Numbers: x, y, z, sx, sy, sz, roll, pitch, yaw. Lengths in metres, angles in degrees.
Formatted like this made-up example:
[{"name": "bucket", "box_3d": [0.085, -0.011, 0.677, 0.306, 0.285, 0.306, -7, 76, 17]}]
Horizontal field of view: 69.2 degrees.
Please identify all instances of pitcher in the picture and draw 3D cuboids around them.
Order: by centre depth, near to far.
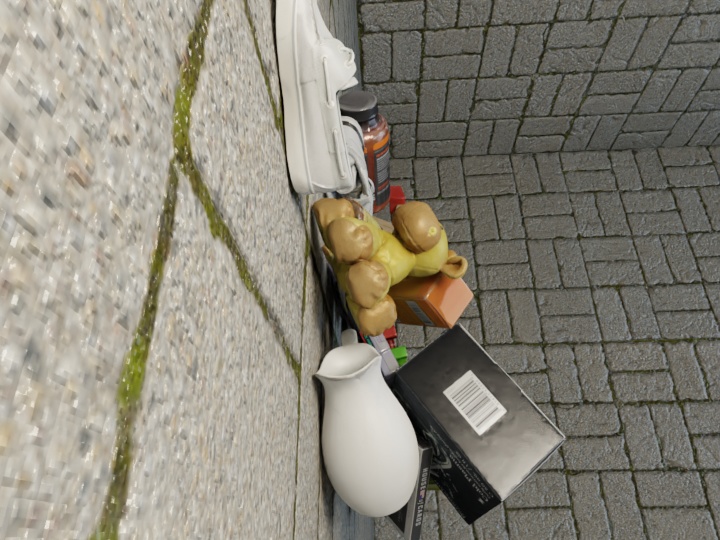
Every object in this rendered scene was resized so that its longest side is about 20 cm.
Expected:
[{"name": "pitcher", "box_3d": [0.005, 0.188, 0.673, 0.172, 0.119, 0.203, -83, 160, -76]}]

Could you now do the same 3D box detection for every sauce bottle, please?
[{"name": "sauce bottle", "box_3d": [0.003, -0.057, 0.851, 0.200, 0.065, 0.067, 40, 47, -68]}]

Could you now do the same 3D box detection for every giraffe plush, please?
[{"name": "giraffe plush", "box_3d": [0.045, -0.020, 0.667, 0.200, 0.160, 0.175, 91, -24, -71]}]

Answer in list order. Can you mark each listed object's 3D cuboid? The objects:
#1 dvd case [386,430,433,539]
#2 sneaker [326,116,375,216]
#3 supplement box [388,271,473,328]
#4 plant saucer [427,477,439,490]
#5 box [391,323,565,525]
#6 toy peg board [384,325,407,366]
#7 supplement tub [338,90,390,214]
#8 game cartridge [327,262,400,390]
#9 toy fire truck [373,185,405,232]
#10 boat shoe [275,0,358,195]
[{"name": "dvd case", "box_3d": [0.030, 0.274, 0.777, 0.199, 0.024, 0.153, 29, -62, 54]}, {"name": "sneaker", "box_3d": [-0.019, -0.130, 0.834, 0.116, 0.074, 0.202, -88, 171, -48]}, {"name": "supplement box", "box_3d": [0.072, 0.037, 0.782, 0.069, 0.067, 0.199, 48, -22, -21]}, {"name": "plant saucer", "box_3d": [0.061, 0.283, 0.884, 0.048, 0.196, 0.204, -26, 113, -84]}, {"name": "box", "box_3d": [0.145, 0.219, 0.732, 0.200, 0.123, 0.198, 48, -21, 25]}, {"name": "toy peg board", "box_3d": [0.034, 0.133, 1.117, 0.200, 0.096, 0.202, 83, -6, -71]}, {"name": "supplement tub", "box_3d": [0.000, -0.205, 0.920, 0.108, 0.105, 0.202, -89, 177, -47]}, {"name": "game cartridge", "box_3d": [0.003, 0.091, 0.796, 0.202, 0.038, 0.130, 61, -7, 29]}, {"name": "toy fire truck", "box_3d": [0.029, -0.094, 1.107, 0.049, 0.138, 0.202, 85, 4, -49]}, {"name": "boat shoe", "box_3d": [-0.036, -0.170, 0.471, 0.072, 0.067, 0.204, -82, 170, -76]}]
